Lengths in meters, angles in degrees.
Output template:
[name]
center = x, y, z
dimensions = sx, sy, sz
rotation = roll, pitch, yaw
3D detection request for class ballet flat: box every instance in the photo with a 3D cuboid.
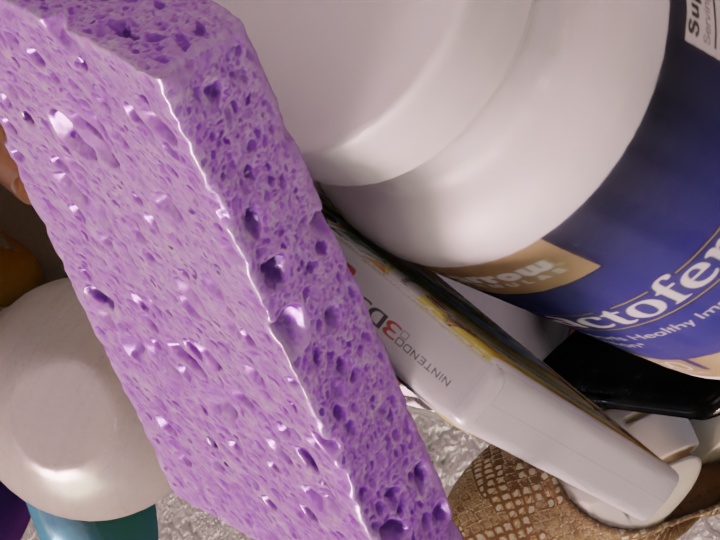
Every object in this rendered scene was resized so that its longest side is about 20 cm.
[ballet flat]
center = 0.120, 0.064, 0.952
dimensions = 0.200, 0.071, 0.065
rotation = -18, 158, -35

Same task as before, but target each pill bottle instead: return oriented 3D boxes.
[pill bottle]
center = 0.056, -0.046, 0.681
dimensions = 0.116, 0.116, 0.200
rotation = 9, 171, 44

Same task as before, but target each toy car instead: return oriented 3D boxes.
[toy car]
center = -0.133, 0.047, 0.915
dimensions = 0.200, 0.150, 0.175
rotation = 28, -170, 5

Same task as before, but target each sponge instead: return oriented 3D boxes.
[sponge]
center = -0.039, 0.005, 0.651
dimensions = 0.112, 0.030, 0.200
rotation = 27, 149, 44

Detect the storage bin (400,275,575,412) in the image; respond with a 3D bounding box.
[storage bin]
center = -0.002, -0.020, 1.018
dimensions = 0.200, 0.146, 0.134
rotation = 14, 164, 10

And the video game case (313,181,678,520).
[video game case]
center = 0.000, 0.000, 0.751
dimensions = 0.182, 0.023, 0.200
rotation = 40, -177, 23

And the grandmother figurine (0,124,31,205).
[grandmother figurine]
center = -0.154, -0.082, 0.929
dimensions = 0.200, 0.061, 0.121
rotation = 32, 162, 40

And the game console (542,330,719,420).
[game console]
center = 0.183, 0.018, 0.929
dimensions = 0.176, 0.116, 0.200
rotation = 17, 176, -15
